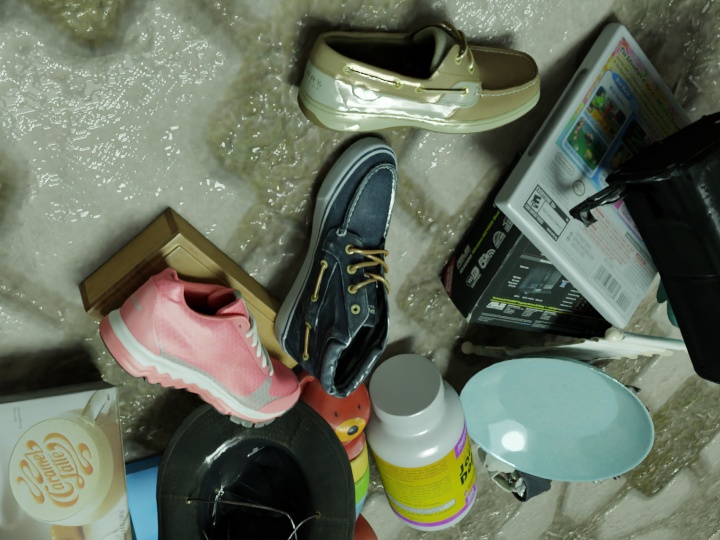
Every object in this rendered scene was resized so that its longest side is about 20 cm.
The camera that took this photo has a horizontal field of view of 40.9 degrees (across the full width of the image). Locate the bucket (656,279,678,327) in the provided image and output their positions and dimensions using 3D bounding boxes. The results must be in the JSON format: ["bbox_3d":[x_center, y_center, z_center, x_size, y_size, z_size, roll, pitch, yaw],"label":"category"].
[{"bbox_3d":[0.406,-0.011,0.951,0.203,0.208,0.137,-8,125,-22],"label":"bucket"}]

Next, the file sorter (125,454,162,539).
[{"bbox_3d":[-0.254,0.286,0.903,0.196,0.123,0.141,-13,135,-19],"label":"file sorter"}]

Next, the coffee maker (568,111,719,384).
[{"bbox_3d":[0.292,-0.009,0.798,0.189,0.135,0.203,-25,100,7],"label":"coffee maker"}]

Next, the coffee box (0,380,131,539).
[{"bbox_3d":[-0.247,0.199,0.778,0.112,0.079,0.205,-5,90,-24],"label":"coffee box"}]

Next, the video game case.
[{"bbox_3d":[0.223,-0.076,0.840,0.199,0.024,0.184,39,81,-34],"label":"video game case"}]

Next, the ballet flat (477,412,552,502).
[{"bbox_3d":[0.176,0.217,1.124,0.072,0.074,0.201,-32,139,1],"label":"ballet flat"}]

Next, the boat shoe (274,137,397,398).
[{"bbox_3d":[0.000,0.000,0.787,0.070,0.091,0.203,5,114,-41],"label":"boat shoe"}]

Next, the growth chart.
[{"bbox_3d":[0.220,0.080,0.973,0.143,0.018,0.198,11,165,-42],"label":"growth chart"}]

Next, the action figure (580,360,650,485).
[{"bbox_3d":[0.268,0.171,1.096,0.120,0.101,0.200,-57,142,-3],"label":"action figure"}]

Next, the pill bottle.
[{"bbox_3d":[0.061,0.176,0.993,0.103,0.105,0.202,-24,137,-7],"label":"pill bottle"}]

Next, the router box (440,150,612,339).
[{"bbox_3d":[0.193,-0.017,0.922,0.197,0.062,0.151,10,123,-36],"label":"router box"}]

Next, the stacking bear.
[{"bbox_3d":[-0.038,0.183,0.943,0.119,0.114,0.203,-7,121,-28],"label":"stacking bear"}]

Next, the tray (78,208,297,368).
[{"bbox_3d":[-0.130,0.042,0.813,0.098,0.037,0.200,-38,136,7],"label":"tray"}]

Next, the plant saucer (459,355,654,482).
[{"bbox_3d":[0.200,0.143,0.987,0.197,0.039,0.203,12,138,11],"label":"plant saucer"}]

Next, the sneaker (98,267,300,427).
[{"bbox_3d":[-0.105,0.060,0.766,0.087,0.074,0.199,-48,136,13],"label":"sneaker"}]

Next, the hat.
[{"bbox_3d":[-0.087,0.210,0.860,0.199,0.203,0.081,-32,166,2],"label":"hat"}]

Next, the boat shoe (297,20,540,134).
[{"bbox_3d":[0.052,-0.147,0.716,0.196,0.075,0.067,-10,139,-22],"label":"boat shoe"}]
